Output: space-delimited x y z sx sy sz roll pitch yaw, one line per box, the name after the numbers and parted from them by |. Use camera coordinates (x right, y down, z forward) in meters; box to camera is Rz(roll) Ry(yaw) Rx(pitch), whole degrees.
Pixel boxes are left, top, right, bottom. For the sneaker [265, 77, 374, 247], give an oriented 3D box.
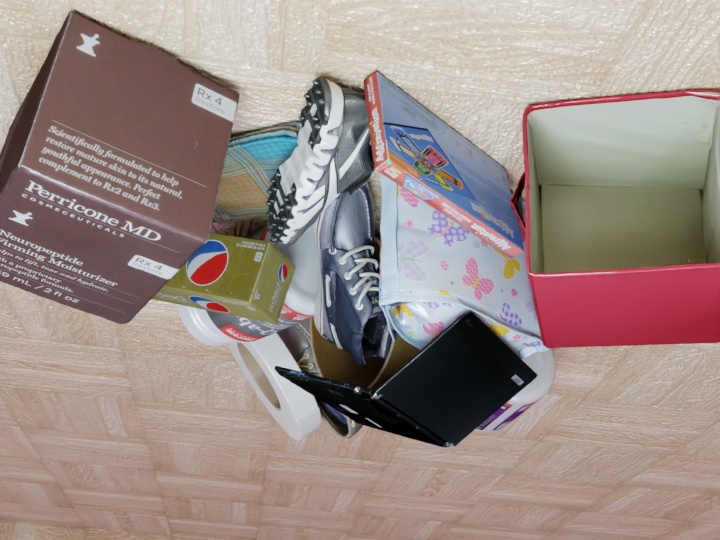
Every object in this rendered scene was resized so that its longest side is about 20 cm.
-0.029 -0.092 0.933 0.089 0.067 0.201 2 138 -25 | sneaker

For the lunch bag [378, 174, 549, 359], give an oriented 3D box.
0.088 -0.008 0.999 0.126 0.171 0.199 -24 145 37 | lunch bag

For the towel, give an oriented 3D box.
-0.119 -0.093 1.027 0.198 0.022 0.147 -7 151 22 | towel

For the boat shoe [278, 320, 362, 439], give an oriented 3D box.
-0.058 0.133 1.319 0.072 0.060 0.201 -29 99 36 | boat shoe

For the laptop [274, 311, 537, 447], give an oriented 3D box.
0.048 0.106 1.012 0.198 0.104 0.177 9 160 37 | laptop

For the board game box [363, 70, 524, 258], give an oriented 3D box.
0.079 -0.093 0.903 0.019 0.104 0.199 -31 139 30 | board game box

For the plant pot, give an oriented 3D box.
0.069 0.060 1.158 0.198 0.189 0.186 8 156 -33 | plant pot

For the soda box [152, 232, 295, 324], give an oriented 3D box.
-0.173 0.000 1.035 0.198 0.068 0.064 9 162 28 | soda box

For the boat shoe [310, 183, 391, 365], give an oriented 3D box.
0.000 0.000 1.011 0.074 0.093 0.202 -18 125 -28 | boat shoe

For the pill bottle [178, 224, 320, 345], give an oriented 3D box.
-0.119 0.018 1.145 0.115 0.117 0.199 24 148 -35 | pill bottle

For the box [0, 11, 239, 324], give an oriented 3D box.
-0.233 -0.082 0.882 0.165 0.166 0.200 23 146 -24 | box

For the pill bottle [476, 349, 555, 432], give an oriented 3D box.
0.190 0.159 1.389 0.111 0.114 0.200 9 154 -10 | pill bottle

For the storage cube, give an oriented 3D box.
0.244 -0.040 0.911 0.197 0.173 0.180 -4 155 14 | storage cube

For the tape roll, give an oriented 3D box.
-0.121 0.132 1.309 0.037 0.203 0.203 -32 161 -18 | tape roll
